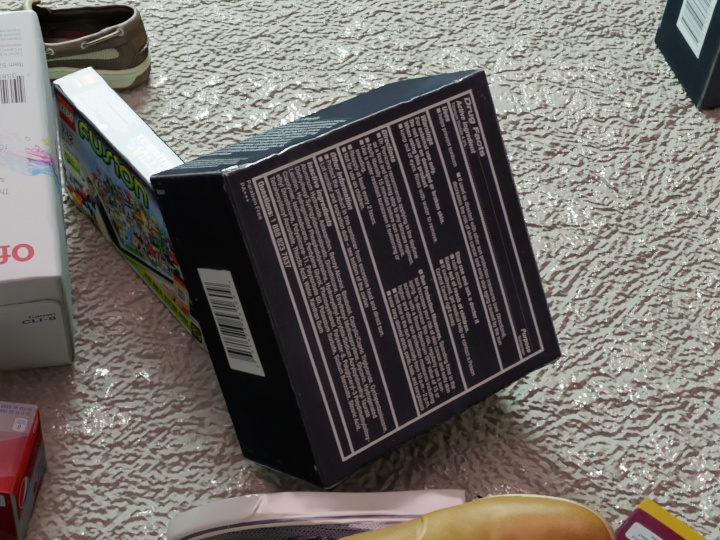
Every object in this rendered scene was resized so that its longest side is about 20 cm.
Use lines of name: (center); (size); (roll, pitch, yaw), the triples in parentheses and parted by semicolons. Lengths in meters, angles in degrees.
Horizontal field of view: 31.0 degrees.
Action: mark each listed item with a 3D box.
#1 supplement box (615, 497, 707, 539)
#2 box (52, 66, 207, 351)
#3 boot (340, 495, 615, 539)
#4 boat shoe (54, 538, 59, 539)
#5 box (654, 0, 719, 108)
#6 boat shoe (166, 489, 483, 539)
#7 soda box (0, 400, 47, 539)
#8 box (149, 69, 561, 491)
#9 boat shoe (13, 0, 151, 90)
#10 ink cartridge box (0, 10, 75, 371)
supplement box: (0.143, 0.240, 0.717); (0.110, 0.086, 0.200); (33, 52, 24)
box: (-0.154, -0.046, 0.937); (0.034, 0.111, 0.200); (-27, 55, -29)
boot: (0.024, 0.163, 0.644); (0.198, 0.144, 0.072); (-12, 86, 16)
boat shoe: (-0.101, 0.222, 0.652); (0.199, 0.072, 0.068); (36, 72, 17)
box: (0.386, -0.242, 1.155); (0.197, 0.150, 0.108); (-7, 48, -13)
boat shoe: (-0.018, 0.185, 0.765); (0.197, 0.075, 0.094); (-5, 63, 4)
soda box: (-0.300, 0.115, 0.801); (0.197, 0.064, 0.071); (7, 46, 0)
box: (0.000, 0.000, 0.833); (0.197, 0.203, 0.123); (-24, 14, -28)
boat shoe: (-0.278, -0.198, 1.089); (0.199, 0.075, 0.075); (-5, 47, -10)
ink cartridge box: (-0.272, -0.045, 0.866); (0.143, 0.145, 0.202); (-6, 65, -11)
